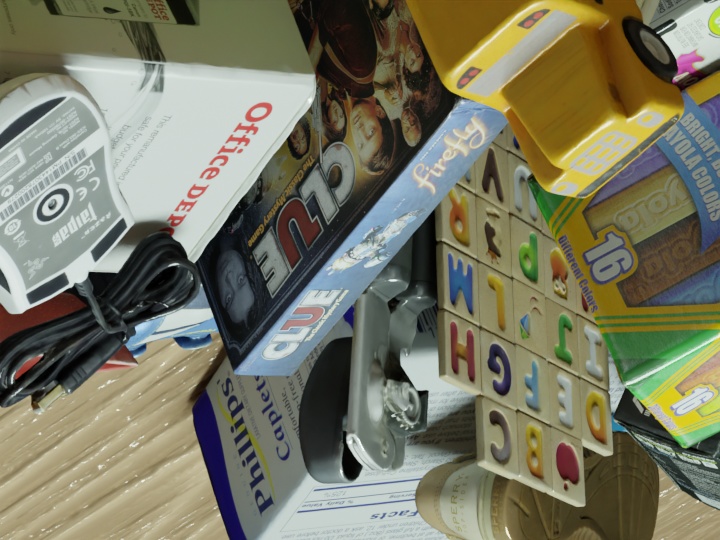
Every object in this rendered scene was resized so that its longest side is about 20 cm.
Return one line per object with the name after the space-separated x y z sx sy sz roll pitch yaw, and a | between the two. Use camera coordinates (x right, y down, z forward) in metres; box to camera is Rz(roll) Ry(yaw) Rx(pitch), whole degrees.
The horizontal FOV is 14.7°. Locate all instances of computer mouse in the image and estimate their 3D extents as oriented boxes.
-0.129 -0.023 1.143 0.109 0.044 0.200 -38 150 -16 | computer mouse

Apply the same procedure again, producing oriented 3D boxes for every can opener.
0.000 0.000 1.312 0.067 0.201 0.053 -8 159 28 | can opener

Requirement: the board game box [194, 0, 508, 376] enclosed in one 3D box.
-0.016 -0.065 1.235 0.034 0.136 0.200 3 142 -37 | board game box

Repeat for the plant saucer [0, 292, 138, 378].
-0.237 0.029 1.258 0.199 0.037 0.199 -7 170 36 | plant saucer

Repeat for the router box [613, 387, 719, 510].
0.215 0.020 1.475 0.201 0.062 0.150 -66 154 -9 | router box

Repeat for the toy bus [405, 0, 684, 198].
0.054 -0.129 1.110 0.065 0.201 0.078 -39 147 28 | toy bus

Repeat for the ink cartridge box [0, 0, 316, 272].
-0.142 -0.073 1.189 0.199 0.083 0.147 2 143 -35 | ink cartridge box

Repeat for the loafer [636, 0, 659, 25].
0.101 -0.158 1.178 0.067 0.076 0.201 29 92 -51 | loafer

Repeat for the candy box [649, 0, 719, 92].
0.189 -0.130 1.340 0.199 0.061 0.136 -30 150 14 | candy box

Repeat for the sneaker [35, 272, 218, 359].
-0.094 0.006 1.363 0.199 0.074 0.082 -18 153 -5 | sneaker

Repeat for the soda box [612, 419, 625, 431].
0.120 0.107 1.680 0.200 0.064 0.068 -33 149 20 | soda box

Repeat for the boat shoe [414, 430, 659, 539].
0.099 0.118 1.482 0.064 0.072 0.200 2 174 31 | boat shoe

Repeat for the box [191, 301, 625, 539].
0.033 0.059 1.500 0.183 0.105 0.200 -2 144 -33 | box

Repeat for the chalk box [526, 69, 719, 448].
0.205 -0.024 1.338 0.199 0.124 0.124 -28 153 12 | chalk box

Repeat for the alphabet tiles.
0.081 0.009 1.365 0.006 0.201 0.166 -12 157 30 | alphabet tiles
